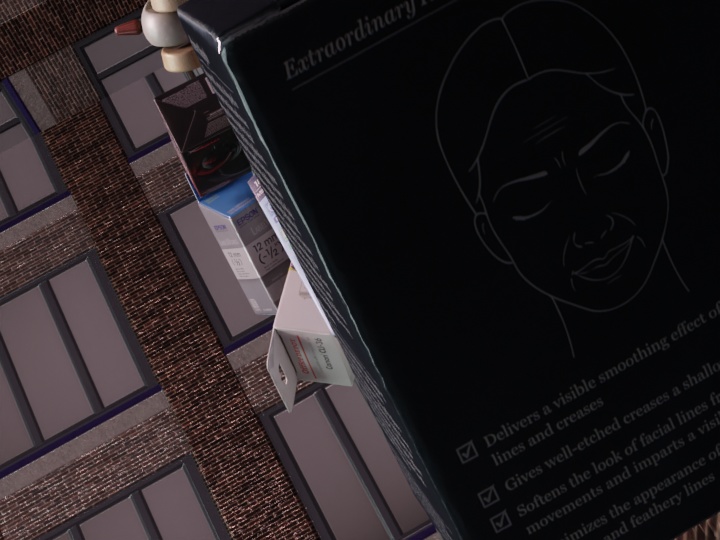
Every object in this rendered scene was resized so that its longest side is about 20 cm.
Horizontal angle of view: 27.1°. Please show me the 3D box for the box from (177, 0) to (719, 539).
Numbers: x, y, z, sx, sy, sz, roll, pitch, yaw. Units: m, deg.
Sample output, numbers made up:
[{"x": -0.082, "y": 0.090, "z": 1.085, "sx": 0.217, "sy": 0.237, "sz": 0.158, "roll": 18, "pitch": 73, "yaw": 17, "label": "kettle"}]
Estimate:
[{"x": 0.054, "y": -0.022, "z": 0.467, "sx": 0.202, "sy": 0.147, "sz": 0.107, "roll": 64, "pitch": 174, "yaw": -19, "label": "box"}]

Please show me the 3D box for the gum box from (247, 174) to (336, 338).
[{"x": 0.000, "y": 0.000, "z": 1.357, "sx": 0.169, "sy": 0.045, "sz": 0.201, "roll": 28, "pitch": -157, "yaw": -47, "label": "gum box"}]

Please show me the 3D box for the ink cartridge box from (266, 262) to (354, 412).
[{"x": -0.035, "y": 0.040, "z": 1.562, "sx": 0.117, "sy": 0.067, "sz": 0.202, "roll": 68, "pitch": -149, "yaw": -57, "label": "ink cartridge box"}]

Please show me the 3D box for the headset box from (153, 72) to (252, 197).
[{"x": -0.146, "y": -0.169, "z": 1.733, "sx": 0.076, "sy": 0.147, "sz": 0.200, "roll": 62, "pitch": 174, "yaw": 12, "label": "headset box"}]

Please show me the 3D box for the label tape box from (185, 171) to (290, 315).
[{"x": -0.108, "y": -0.067, "z": 1.852, "sx": 0.066, "sy": 0.143, "sz": 0.202, "roll": 1, "pitch": 121, "yaw": 55, "label": "label tape box"}]

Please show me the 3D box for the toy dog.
[{"x": -0.205, "y": -0.285, "z": 1.627, "sx": 0.200, "sy": 0.095, "sz": 0.134, "roll": -51, "pitch": -41, "yaw": -77, "label": "toy dog"}]

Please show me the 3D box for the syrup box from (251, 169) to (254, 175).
[{"x": -0.080, "y": -0.121, "z": 1.697, "sx": 0.079, "sy": 0.081, "sz": 0.200, "roll": 61, "pitch": 173, "yaw": 15, "label": "syrup box"}]
